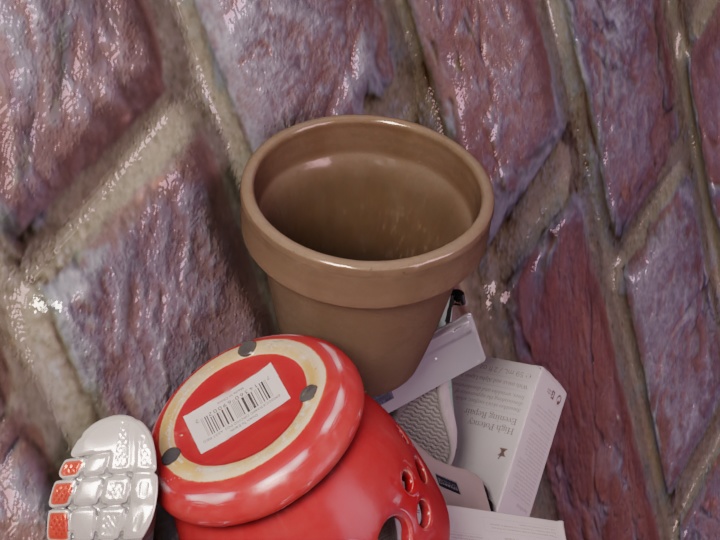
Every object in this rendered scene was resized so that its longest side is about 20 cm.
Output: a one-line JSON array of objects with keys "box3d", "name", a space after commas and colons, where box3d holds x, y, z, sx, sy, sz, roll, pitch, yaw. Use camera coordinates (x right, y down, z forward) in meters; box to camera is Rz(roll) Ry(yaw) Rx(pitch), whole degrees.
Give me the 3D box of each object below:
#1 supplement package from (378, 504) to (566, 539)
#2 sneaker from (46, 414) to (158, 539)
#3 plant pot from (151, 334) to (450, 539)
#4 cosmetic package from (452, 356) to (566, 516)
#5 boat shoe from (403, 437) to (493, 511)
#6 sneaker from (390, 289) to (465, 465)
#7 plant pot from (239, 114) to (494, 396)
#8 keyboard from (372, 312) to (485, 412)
[{"box3d": [0.073, 0.318, 1.456, 0.190, 0.147, 0.202, 13, 56, -33], "name": "supplement package"}, {"box3d": [-0.183, 0.202, 1.263, 0.082, 0.076, 0.203, -10, 109, -83], "name": "sneaker"}, {"box3d": [-0.052, 0.166, 1.317, 0.201, 0.199, 0.183, -57, 135, -32], "name": "plant pot"}, {"box3d": [0.115, 0.189, 1.666, 0.074, 0.101, 0.202, 42, 62, -51], "name": "cosmetic package"}, {"box3d": [0.030, 0.202, 1.528, 0.199, 0.092, 0.075, 34, 31, -43], "name": "boat shoe"}, {"box3d": [0.058, 0.098, 1.583, 0.119, 0.073, 0.202, -78, 173, -51], "name": "sneaker"}, {"box3d": [0.000, 0.000, 1.393, 0.200, 0.199, 0.176, -45, 150, -42], "name": "plant pot"}, {"box3d": [0.014, 0.102, 1.472, 0.199, 0.011, 0.057, -28, 134, -9], "name": "keyboard"}]
